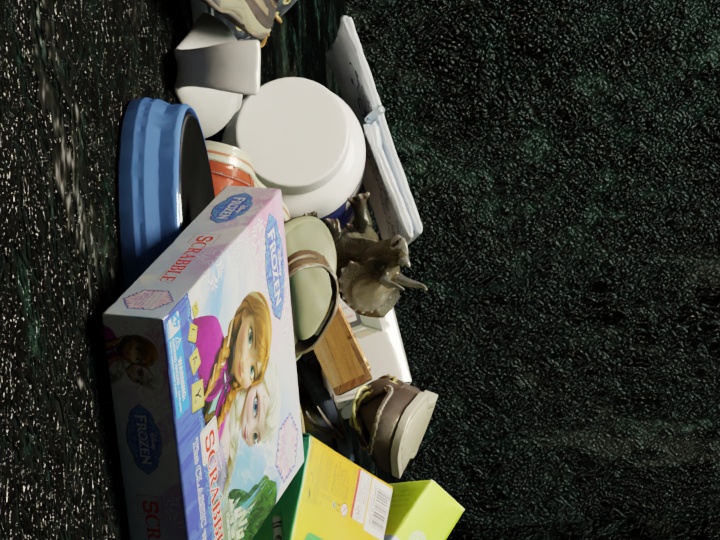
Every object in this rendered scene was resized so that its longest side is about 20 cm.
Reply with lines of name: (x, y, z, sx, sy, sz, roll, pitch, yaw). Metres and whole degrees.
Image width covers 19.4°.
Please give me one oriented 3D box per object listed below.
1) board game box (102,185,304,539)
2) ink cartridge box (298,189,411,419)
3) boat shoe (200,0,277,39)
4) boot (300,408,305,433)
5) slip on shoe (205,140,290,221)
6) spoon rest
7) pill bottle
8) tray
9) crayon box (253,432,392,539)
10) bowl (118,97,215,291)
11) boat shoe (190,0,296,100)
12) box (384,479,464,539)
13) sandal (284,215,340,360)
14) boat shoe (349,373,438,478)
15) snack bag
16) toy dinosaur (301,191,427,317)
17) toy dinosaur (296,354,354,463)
board game box: (-0.091, 0.076, 1.290, 0.200, 0.041, 0.200, -54, 144, -60)
ink cartridge box: (-0.029, 0.031, 1.929, 0.146, 0.084, 0.200, 130, -53, -72)
boat shoe: (-0.090, -0.226, 1.573, 0.073, 0.074, 0.200, -53, 172, 4)
boot: (-0.080, 0.086, 1.629, 0.155, 0.073, 0.200, -29, 105, -86)
slip on shoe: (-0.100, -0.040, 1.577, 0.200, 0.074, 0.061, 64, 37, -74)
spoon rest: (-0.116, -0.151, 1.604, 0.200, 0.061, 0.099, -171, -98, -80)
pill bottle: (-0.056, -0.091, 1.747, 0.200, 0.120, 0.120, 93, -7, -79)
tray: (-0.025, 0.051, 1.717, 0.200, 0.037, 0.099, 98, -34, -86)
crayon box: (-0.046, 0.223, 1.443, 0.119, 0.058, 0.200, 38, 58, -52)
bowl: (-0.121, -0.014, 1.384, 0.201, 0.039, 0.201, -4, 90, -86)
boat shoe: (-0.089, -0.209, 1.717, 0.071, 0.091, 0.200, -90, 174, -52)
box: (-0.010, 0.261, 1.695, 0.200, 0.048, 0.122, -54, -161, -26)
sandal: (-0.045, 0.025, 1.531, 0.080, 0.057, 0.201, 63, 24, -21)
boat shoe: (0.021, 0.118, 1.680, 0.200, 0.059, 0.072, -17, 129, -83)
snack bag: (0.007, -0.113, 1.805, 0.189, 0.021, 0.200, 138, -66, -84)
toy dinosaur: (0.000, 0.000, 1.699, 0.200, 0.077, 0.102, 88, -15, -76)
toy dinosaur: (-0.023, 0.139, 1.725, 0.182, 0.105, 0.200, 56, 30, 15)
